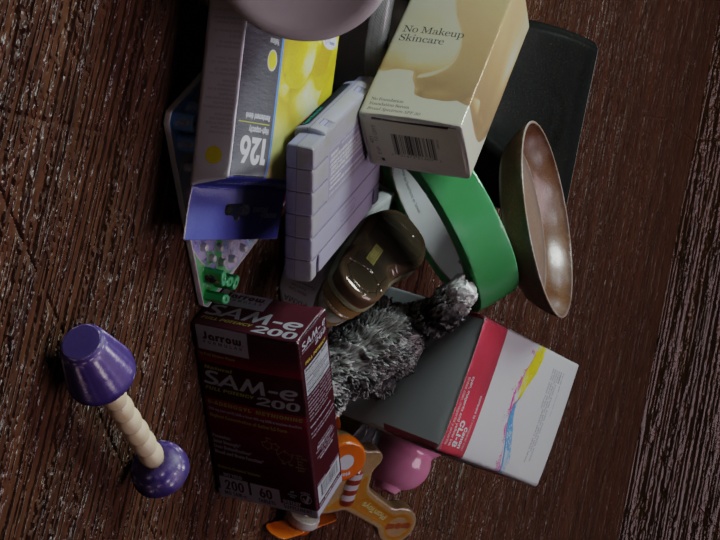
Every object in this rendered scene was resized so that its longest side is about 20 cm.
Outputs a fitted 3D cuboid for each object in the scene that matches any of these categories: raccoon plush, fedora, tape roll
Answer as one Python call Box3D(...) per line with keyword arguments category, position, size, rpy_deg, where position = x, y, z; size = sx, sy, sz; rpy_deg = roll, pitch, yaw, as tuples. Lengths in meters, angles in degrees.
Box3D(category="raccoon plush", position=(0.004, 0.067, 1.545), size=(0.200, 0.097, 0.134), rpy_deg=(-49, 168, 34))
Box3D(category="fedora", position=(0.019, -0.246, 1.588), size=(0.177, 0.090, 0.202), rpy_deg=(42, 61, -65))
Box3D(category="tape roll", position=(0.086, -0.057, 1.609), size=(0.048, 0.201, 0.201), rpy_deg=(-29, 142, -8))

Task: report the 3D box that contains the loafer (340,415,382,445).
Box3D(category="loafer", position=(0.009, 0.112, 1.735), size=(0.072, 0.072, 0.202), rpy_deg=(57, 46, -70))

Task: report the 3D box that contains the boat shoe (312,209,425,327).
Box3D(category="boat shoe", position=(0.000, 0.000, 1.565), size=(0.076, 0.072, 0.200), rpy_deg=(-43, 177, 28))

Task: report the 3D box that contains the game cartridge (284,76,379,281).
Box3D(category="game cartridge", position=(-0.024, -0.089, 1.448), size=(0.200, 0.038, 0.131), rpy_deg=(-52, 143, -60))

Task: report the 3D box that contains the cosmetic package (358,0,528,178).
Box3D(category="cosmetic package", position=(0.080, -0.188, 1.499), size=(0.071, 0.104, 0.201), rpy_deg=(75, 30, -50))

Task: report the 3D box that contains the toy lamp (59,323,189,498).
Box3D(category="toy lamp", position=(-0.186, 0.109, 1.268), size=(0.201, 0.058, 0.059), rpy_deg=(71, 35, -54))

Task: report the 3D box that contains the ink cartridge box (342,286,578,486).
Box3D(category="ink cartridge box", position=(0.107, 0.124, 1.695), size=(0.199, 0.145, 0.146), rpy_deg=(26, 82, -49))

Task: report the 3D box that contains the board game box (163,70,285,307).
Box3D(category="board game box", position=(-0.103, -0.102, 1.430), size=(0.200, 0.026, 0.201), rpy_deg=(-57, 149, -46))

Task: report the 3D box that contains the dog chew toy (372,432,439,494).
Box3D(category="dog chew toy", position=(0.066, 0.160, 1.858), size=(0.201, 0.124, 0.125), rpy_deg=(-67, 156, -12))

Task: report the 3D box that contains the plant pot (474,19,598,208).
Box3D(category="plant pot", position=(0.119, -0.188, 1.758), size=(0.177, 0.199, 0.201), rpy_deg=(23, 78, -56))

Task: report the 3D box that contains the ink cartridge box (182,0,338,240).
Box3D(category="ink cartridge box", position=(-0.081, -0.124, 1.380), size=(0.197, 0.047, 0.202), rpy_deg=(-5, 101, -70))

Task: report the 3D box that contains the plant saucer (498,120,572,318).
Box3D(category="plant saucer", position=(0.177, -0.050, 1.637), size=(0.200, 0.034, 0.202), rpy_deg=(-9, 90, -72))

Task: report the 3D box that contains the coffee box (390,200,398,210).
Box3D(category="coffee box", position=(0.098, -0.042, 1.843), size=(0.200, 0.122, 0.044), rpy_deg=(22, 76, -67))

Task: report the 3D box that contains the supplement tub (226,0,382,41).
Box3D(category="supplement tub", position=(-0.042, -0.291, 1.280), size=(0.201, 0.143, 0.146), rpy_deg=(-90, 173, -51))

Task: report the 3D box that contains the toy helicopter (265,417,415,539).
Box3D(category="toy helicopter", position=(-0.018, 0.238, 1.672), size=(0.132, 0.079, 0.200), rpy_deg=(-49, 128, 3))

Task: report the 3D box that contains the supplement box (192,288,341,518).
Box3D(category="supplement box", position=(-0.082, 0.122, 1.466), size=(0.061, 0.108, 0.202), rpy_deg=(-52, 145, -49))

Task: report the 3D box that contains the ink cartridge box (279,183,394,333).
Box3D(category="ink cartridge box", position=(-0.039, 0.019, 1.649), size=(0.160, 0.047, 0.201), rpy_deg=(-39, 151, -60))
